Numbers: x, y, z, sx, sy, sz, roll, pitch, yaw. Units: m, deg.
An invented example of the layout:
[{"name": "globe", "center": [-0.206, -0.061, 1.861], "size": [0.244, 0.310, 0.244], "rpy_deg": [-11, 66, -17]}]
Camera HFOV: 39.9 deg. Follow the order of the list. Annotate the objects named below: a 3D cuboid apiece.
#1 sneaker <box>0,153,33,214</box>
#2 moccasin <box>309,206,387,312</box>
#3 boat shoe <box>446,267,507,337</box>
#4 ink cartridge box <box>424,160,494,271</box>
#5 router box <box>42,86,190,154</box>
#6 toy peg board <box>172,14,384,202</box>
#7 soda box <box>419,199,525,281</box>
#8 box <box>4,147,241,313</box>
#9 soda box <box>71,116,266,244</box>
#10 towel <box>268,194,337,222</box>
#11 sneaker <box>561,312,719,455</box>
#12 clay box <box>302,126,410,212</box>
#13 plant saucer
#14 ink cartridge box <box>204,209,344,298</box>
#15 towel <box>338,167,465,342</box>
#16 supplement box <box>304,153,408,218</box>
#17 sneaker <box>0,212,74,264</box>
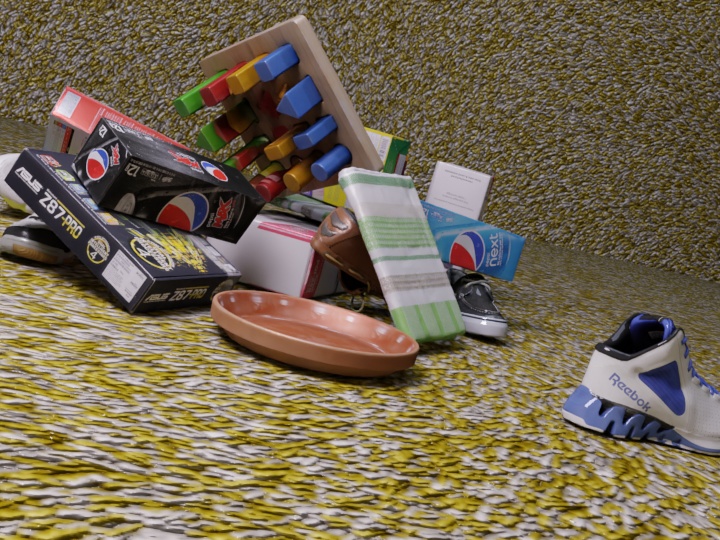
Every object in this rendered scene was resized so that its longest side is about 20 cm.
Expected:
[{"name": "sneaker", "center": [-0.451, -0.110, 1.325], "size": [0.105, 0.076, 0.200], "rpy_deg": [7, -8, 21]}, {"name": "moccasin", "center": [0.001, 0.001, 1.201], "size": [0.074, 0.078, 0.201], "rpy_deg": [51, 3, 31]}, {"name": "boat shoe", "center": [0.139, 0.037, 1.297], "size": [0.072, 0.071, 0.200], "rpy_deg": [12, 8, -19]}, {"name": "ink cartridge box", "center": [0.129, -0.055, 1.474], "size": [0.084, 0.200, 0.145], "rpy_deg": [18, 8, 8]}, {"name": "router box", "center": [-0.346, -0.150, 1.373], "size": [0.179, 0.049, 0.200], "rpy_deg": [27, -26, -13]}, {"name": "toy peg board", "center": [-0.109, -0.166, 1.166], "size": [0.199, 0.200, 0.098], "rpy_deg": [-6, 30, 49]}, {"name": "soda box", "center": [0.116, -0.041, 1.270], "size": [0.200, 0.064, 0.068], "rpy_deg": [15, 2, -39]}, {"name": "box", "center": [-0.237, -0.040, 1.003], "size": [0.200, 0.049, 0.161], "rpy_deg": [42, 15, 18]}, {"name": "soda box", "center": [-0.193, -0.088, 1.027], "size": [0.200, 0.063, 0.071], "rpy_deg": [16, 27, -53]}, {"name": "towel", "center": [-0.059, -0.078, 1.346], "size": [0.200, 0.031, 0.149], "rpy_deg": [21, 11, 32]}, {"name": "sneaker", "center": [0.294, 0.103, 0.936], "size": [0.199, 0.115, 0.081], "rpy_deg": [11, 9, -22]}, {"name": "clay box", "center": [-0.033, -0.151, 1.374], "size": [0.200, 0.115, 0.048], "rpy_deg": [23, 11, 38]}, {"name": "plant saucer", "center": [-0.044, 0.061, 0.940], "size": [0.200, 0.032, 0.200], "rpy_deg": [13, 8, -2]}, {"name": "ink cartridge box", "center": [-0.094, -0.025, 1.276], "size": [0.146, 0.085, 0.200], "rpy_deg": [16, 9, 17]}, {"name": "towel", "center": [0.045, -0.014, 1.102], "size": [0.031, 0.200, 0.149], "rpy_deg": [-25, -12, 29]}, {"name": "supplement box", "center": [-0.014, -0.093, 1.472], "size": [0.086, 0.200, 0.110], "rpy_deg": [20, 10, 34]}, {"name": "sneaker", "center": [-0.330, -0.059, 1.086], "size": [0.076, 0.088, 0.200], "rpy_deg": [16, 9, 4]}]
